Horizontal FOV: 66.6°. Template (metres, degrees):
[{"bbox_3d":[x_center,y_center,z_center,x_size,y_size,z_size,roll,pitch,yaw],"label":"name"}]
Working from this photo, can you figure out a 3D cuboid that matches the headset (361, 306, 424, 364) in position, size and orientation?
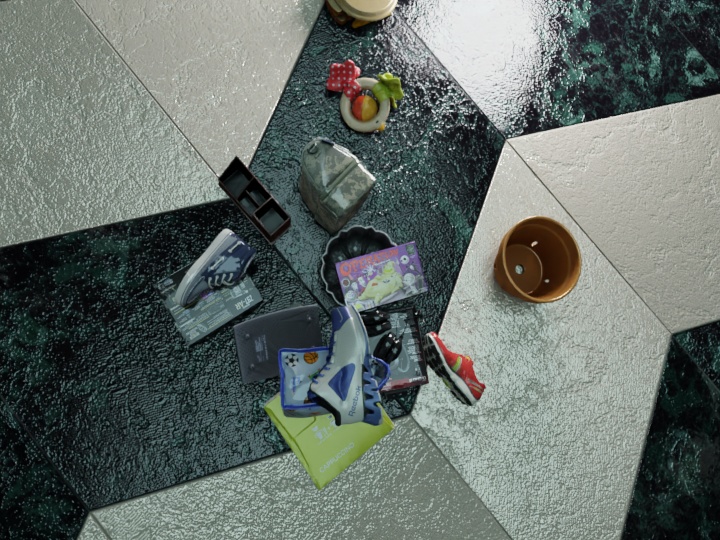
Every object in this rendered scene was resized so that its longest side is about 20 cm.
[{"bbox_3d":[0.053,0.143,1.223,0.197,0.094,0.125,-31,88,4],"label":"headset"}]

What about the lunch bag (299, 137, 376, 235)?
[{"bbox_3d":[-0.070,-0.200,1.267,0.167,0.200,0.140,42,76,0],"label":"lunch bag"}]

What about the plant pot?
[{"bbox_3d":[0.412,-0.014,1.332,0.195,0.140,0.206,2,79,-8],"label":"plant pot"}]

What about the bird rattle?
[{"bbox_3d":[0.008,-0.435,1.377,0.195,0.113,0.168,8,95,-4],"label":"bird rattle"}]

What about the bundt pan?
[{"bbox_3d":[0.000,0.000,1.303,0.196,0.076,0.207,1,80,-8],"label":"bundt pan"}]

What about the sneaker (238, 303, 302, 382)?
[{"bbox_3d":[-0.189,0.167,1.260,0.201,0.073,0.082,-49,119,-18],"label":"sneaker"}]

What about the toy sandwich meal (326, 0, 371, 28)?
[{"bbox_3d":[0.002,-0.726,1.445,0.200,0.070,0.211,3,76,-12],"label":"toy sandwich meal"}]

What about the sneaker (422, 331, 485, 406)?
[{"bbox_3d":[0.223,0.223,1.305,0.084,0.077,0.202,-38,93,-24],"label":"sneaker"}]

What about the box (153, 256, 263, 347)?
[{"bbox_3d":[-0.346,0.053,1.260,0.198,0.044,0.162,-32,86,-12],"label":"box"}]

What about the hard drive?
[{"bbox_3d":[-0.179,0.155,1.197,0.196,0.042,0.139,-13,100,-29],"label":"hard drive"}]

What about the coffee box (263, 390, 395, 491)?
[{"bbox_3d":[-0.071,0.308,1.174,0.198,0.198,0.202,-35,86,-12],"label":"coffee box"}]

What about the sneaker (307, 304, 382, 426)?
[{"bbox_3d":[-0.038,0.161,0.893,0.112,0.081,0.204,-10,71,-13],"label":"sneaker"}]

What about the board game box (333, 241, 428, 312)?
[{"bbox_3d":[0.048,0.018,1.256,0.195,0.032,0.123,-16,78,-11],"label":"board game box"}]

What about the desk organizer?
[{"bbox_3d":[-0.251,-0.166,1.297,0.072,0.077,0.200,-41,87,-13],"label":"desk organizer"}]

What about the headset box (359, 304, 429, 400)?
[{"bbox_3d":[0.070,0.195,1.277,0.145,0.077,0.205,-9,82,-9],"label":"headset box"}]

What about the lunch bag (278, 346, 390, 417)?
[{"bbox_3d":[-0.050,0.208,1.007,0.195,0.170,0.127,-4,73,-9],"label":"lunch bag"}]

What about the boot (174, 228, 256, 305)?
[{"bbox_3d":[-0.318,0.009,1.211,0.089,0.073,0.202,32,76,6],"label":"boot"}]
